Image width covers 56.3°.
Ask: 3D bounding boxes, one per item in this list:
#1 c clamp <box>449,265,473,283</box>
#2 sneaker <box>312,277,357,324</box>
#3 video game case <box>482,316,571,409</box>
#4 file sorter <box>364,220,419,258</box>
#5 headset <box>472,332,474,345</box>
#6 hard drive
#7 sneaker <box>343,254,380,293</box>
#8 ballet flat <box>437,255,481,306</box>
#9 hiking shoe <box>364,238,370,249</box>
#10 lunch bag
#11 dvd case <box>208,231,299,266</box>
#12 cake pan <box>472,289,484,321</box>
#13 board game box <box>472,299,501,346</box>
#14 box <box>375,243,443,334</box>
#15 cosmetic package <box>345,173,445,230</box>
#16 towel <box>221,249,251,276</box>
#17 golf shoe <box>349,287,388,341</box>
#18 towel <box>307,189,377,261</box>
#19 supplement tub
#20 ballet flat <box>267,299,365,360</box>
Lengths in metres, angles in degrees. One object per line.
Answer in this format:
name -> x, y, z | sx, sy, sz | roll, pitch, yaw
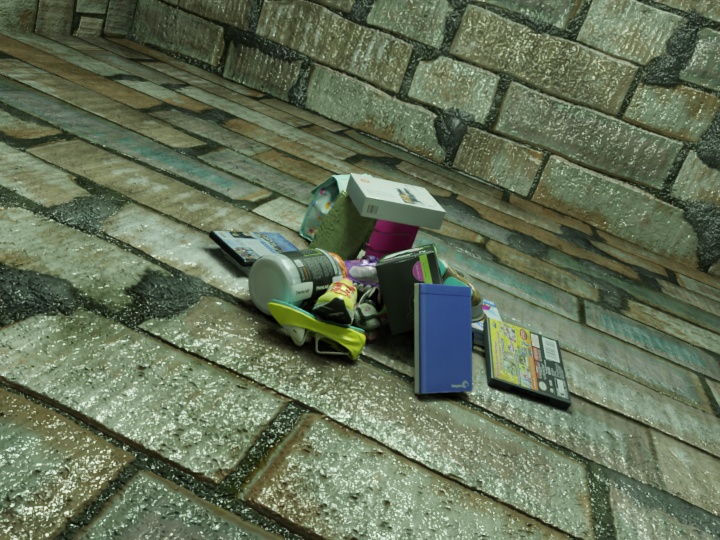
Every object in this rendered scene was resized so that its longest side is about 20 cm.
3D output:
c clamp -> 0.226, 0.010, 1.858 | 0.170, 0.027, 0.200 | 27, 22, 18
sneaker -> -0.043, 0.054, 1.305 | 0.077, 0.091, 0.200 | 20, -8, -1
video game case -> 0.356, 0.197, 1.459 | 0.179, 0.026, 0.201 | 18, 35, -6
file sorter -> 0.037, -0.075, 1.651 | 0.125, 0.202, 0.139 | -1, 29, -41
headset -> 0.177, 0.161, 1.412 | 0.122, 0.095, 0.200 | 15, 5, -1
hard drive -> 0.159, 0.129, 1.280 | 0.131, 0.202, 0.025 | 5, -8, -35
sneaker -> 0.000, 0.000, 1.531 | 0.199, 0.089, 0.080 | 21, 1, -32
ballet flat -> 0.204, 0.024, 1.543 | 0.200, 0.068, 0.072 | 38, 8, 40
hiking shoe -> 0.058, -0.076, 1.872 | 0.100, 0.076, 0.201 | 18, 28, -30
lunch bag -> -0.051, -0.164, 1.789 | 0.122, 0.202, 0.170 | 33, 25, 31
dvd case -> -0.226, -0.050, 1.534 | 0.199, 0.018, 0.142 | -2, 31, -47
cake pan -> 0.205, 0.055, 1.596 | 0.198, 0.037, 0.201 | 17, 21, -7
board game box -> 0.242, 0.105, 1.615 | 0.198, 0.041, 0.200 | 17, 21, -7
box -> 0.113, 0.034, 1.410 | 0.123, 0.150, 0.200 | -13, 5, 9
cosmetic package -> 0.079, -0.161, 1.558 | 0.198, 0.052, 0.151 | 8, 23, -21
towel -> -0.202, -0.019, 1.541 | 0.147, 0.024, 0.199 | 36, 25, 34
golf shoe -> 0.035, 0.078, 1.425 | 0.072, 0.093, 0.200 | 21, 18, 6
towel -> -0.044, -0.080, 1.594 | 0.036, 0.201, 0.148 | 20, 14, -48
supplement tub -> -0.122, 0.019, 1.378 | 0.122, 0.124, 0.199 | 32, 24, 29
ballet flat -> -0.086, 0.116, 1.256 | 0.198, 0.068, 0.067 | 20, -16, -9
